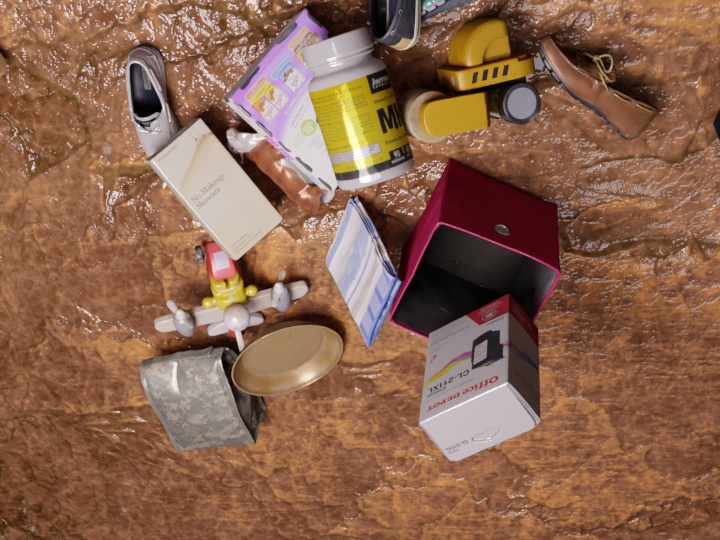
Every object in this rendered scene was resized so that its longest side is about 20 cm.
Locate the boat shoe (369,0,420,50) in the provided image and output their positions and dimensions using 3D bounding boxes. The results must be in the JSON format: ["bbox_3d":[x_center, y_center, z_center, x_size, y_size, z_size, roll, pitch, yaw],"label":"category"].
[{"bbox_3d":[0.041,-0.397,1.349,0.074,0.062,0.201,7,102,47],"label":"boat shoe"}]

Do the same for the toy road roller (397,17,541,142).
[{"bbox_3d":[0.144,-0.268,1.405,0.199,0.123,0.147,-14,105,-10],"label":"toy road roller"}]

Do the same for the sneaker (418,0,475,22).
[{"bbox_3d":[0.146,-0.380,1.379,0.200,0.075,0.087,-34,123,30],"label":"sneaker"}]

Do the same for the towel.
[{"bbox_3d":[0.000,0.000,1.584,0.024,0.200,0.147,1,131,-28],"label":"towel"}]

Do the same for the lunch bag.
[{"bbox_3d":[-0.283,0.216,1.808,0.163,0.118,0.201,-9,126,16],"label":"lunch bag"}]

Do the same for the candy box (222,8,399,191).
[{"bbox_3d":[-0.067,-0.241,1.455,0.200,0.072,0.168,42,85,-18],"label":"candy box"}]

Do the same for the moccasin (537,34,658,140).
[{"bbox_3d":[0.333,-0.266,1.420,0.201,0.074,0.078,36,112,-11],"label":"moccasin"}]

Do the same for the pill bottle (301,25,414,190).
[{"bbox_3d":[-0.006,-0.221,1.378,0.114,0.114,0.201,-14,104,18],"label":"pill bottle"}]

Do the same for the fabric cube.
[{"bbox_3d":[0.175,-0.014,1.534,0.195,0.200,0.201,22,124,-5],"label":"fabric cube"}]

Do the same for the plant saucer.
[{"bbox_3d":[-0.129,0.144,1.742,0.199,0.036,0.201,-15,144,-11],"label":"plant saucer"}]

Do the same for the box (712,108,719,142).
[{"bbox_3d":[0.607,-0.177,1.388,0.199,0.148,0.105,21,123,-6],"label":"box"}]

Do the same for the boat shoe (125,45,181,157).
[{"bbox_3d":[-0.324,-0.240,1.549,0.073,0.065,0.201,-4,122,11],"label":"boat shoe"}]

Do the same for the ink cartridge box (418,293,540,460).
[{"bbox_3d":[0.167,0.145,1.399,0.145,0.200,0.083,-29,115,24],"label":"ink cartridge box"}]

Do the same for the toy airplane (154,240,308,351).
[{"bbox_3d":[-0.214,0.060,1.679,0.199,0.141,0.200,28,111,-32],"label":"toy airplane"}]

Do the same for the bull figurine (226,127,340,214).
[{"bbox_3d":[-0.111,-0.168,1.554,0.200,0.065,0.121,41,139,-22],"label":"bull figurine"}]

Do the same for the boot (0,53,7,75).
[{"bbox_3d":[-0.651,-0.315,1.561,0.201,0.071,0.144,31,128,-7],"label":"boot"}]

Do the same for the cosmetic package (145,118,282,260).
[{"bbox_3d":[-0.224,-0.125,1.554,0.103,0.073,0.200,-43,108,-8],"label":"cosmetic package"}]
